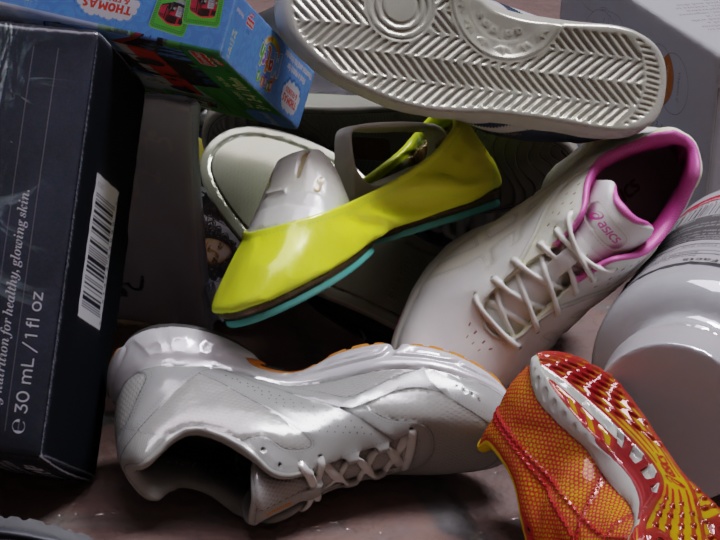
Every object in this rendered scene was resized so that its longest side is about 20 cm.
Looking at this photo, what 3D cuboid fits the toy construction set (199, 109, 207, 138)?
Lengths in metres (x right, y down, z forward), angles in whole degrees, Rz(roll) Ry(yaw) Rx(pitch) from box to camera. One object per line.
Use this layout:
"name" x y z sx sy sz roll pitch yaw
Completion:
"toy construction set" -0.148 -0.077 1.711 0.131 0.093 0.200 -19 14 24

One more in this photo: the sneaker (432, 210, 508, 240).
"sneaker" 0.056 -0.044 1.622 0.080 0.077 0.200 -19 43 -34

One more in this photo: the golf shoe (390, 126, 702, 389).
"golf shoe" 0.092 -0.005 1.460 0.200 0.075 0.092 -45 4 -17

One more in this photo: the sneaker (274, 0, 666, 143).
"sneaker" 0.047 -0.102 1.464 0.199 0.075 0.084 16 -8 -14

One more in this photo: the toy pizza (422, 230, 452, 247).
"toy pizza" 0.051 -0.037 1.703 0.199 0.032 0.200 18 27 -9

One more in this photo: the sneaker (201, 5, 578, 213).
"sneaker" 0.021 -0.096 1.580 0.199 0.075 0.107 8 44 4

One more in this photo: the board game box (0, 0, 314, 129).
"board game box" -0.136 -0.122 1.448 0.199 0.037 0.151 14 -7 15

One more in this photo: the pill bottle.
"pill bottle" 0.177 0.038 1.466 0.110 0.111 0.200 10 23 17

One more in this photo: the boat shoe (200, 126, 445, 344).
"boat shoe" 0.002 -0.002 1.540 0.199 0.066 0.075 27 67 7

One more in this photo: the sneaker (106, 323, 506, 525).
"sneaker" -0.022 0.086 1.397 0.199 0.076 0.092 4 42 -4

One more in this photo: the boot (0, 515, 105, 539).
"boot" -0.129 0.175 1.157 0.164 0.066 0.200 3 26 3

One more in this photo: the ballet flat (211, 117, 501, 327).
"ballet flat" -0.008 -0.033 1.455 0.067 0.067 0.200 -10 11 46

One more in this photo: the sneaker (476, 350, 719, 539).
"sneaker" 0.117 0.121 1.326 0.073 0.077 0.200 13 29 -31

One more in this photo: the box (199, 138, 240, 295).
"box" -0.136 -0.059 1.606 0.199 0.076 0.050 30 1 -1

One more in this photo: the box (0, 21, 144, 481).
"box" -0.217 -0.014 1.388 0.195 0.201 0.124 5 -8 8

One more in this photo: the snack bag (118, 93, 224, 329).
"snack bag" -0.171 -0.042 1.536 0.199 0.189 0.021 6 50 6

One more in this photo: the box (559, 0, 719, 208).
"box" 0.201 -0.087 1.728 0.106 0.153 0.200 -5 24 -22
